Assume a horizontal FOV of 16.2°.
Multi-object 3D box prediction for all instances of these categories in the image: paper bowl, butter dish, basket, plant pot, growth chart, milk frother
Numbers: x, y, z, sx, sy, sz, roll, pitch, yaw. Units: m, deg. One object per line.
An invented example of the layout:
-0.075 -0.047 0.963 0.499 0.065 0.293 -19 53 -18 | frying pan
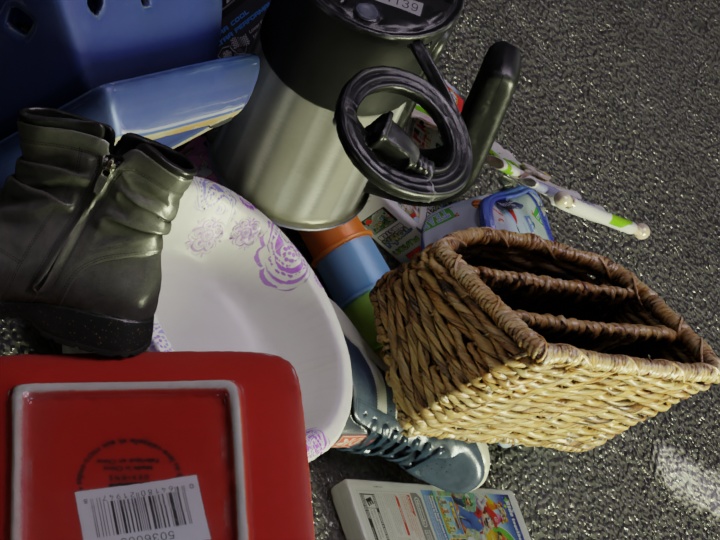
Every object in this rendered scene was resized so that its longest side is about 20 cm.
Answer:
-0.107 0.049 1.585 0.200 0.104 0.201 34 38 -32 | paper bowl
-0.130 0.158 1.429 0.199 0.148 0.200 -1 49 -6 | butter dish
0.127 0.031 1.729 0.199 0.149 0.143 8 61 -40 | basket
-0.194 -0.142 1.559 0.200 0.199 0.181 -22 87 -58 | plant pot
0.116 -0.083 1.949 0.200 0.018 0.144 35 10 33 | growth chart
-0.011 -0.089 1.594 0.180 0.189 0.200 32 46 6 | milk frother

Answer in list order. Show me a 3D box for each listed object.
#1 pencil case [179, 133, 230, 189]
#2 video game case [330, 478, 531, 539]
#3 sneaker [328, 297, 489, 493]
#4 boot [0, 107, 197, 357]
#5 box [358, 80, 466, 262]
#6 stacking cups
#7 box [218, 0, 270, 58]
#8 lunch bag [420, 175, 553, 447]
-0.066 -0.079 1.749 0.086 0.083 0.200 23 42 20 | pencil case
0.067 0.217 1.762 0.199 0.018 0.144 10 54 -51 | video game case
0.003 0.104 1.730 0.200 0.075 0.085 38 38 -16 | sneaker
-0.198 -0.035 1.441 0.199 0.131 0.068 12 18 -3 | boot
0.028 -0.100 1.980 0.110 0.035 0.201 42 34 -24 | box
0.000 0.000 1.822 0.060 0.060 0.201 -11 71 -57 | stacking cups
-0.127 -0.212 1.709 0.199 0.200 0.050 53 4 -10 | box
0.120 0.029 1.916 0.160 0.075 0.201 -13 85 -67 | lunch bag
